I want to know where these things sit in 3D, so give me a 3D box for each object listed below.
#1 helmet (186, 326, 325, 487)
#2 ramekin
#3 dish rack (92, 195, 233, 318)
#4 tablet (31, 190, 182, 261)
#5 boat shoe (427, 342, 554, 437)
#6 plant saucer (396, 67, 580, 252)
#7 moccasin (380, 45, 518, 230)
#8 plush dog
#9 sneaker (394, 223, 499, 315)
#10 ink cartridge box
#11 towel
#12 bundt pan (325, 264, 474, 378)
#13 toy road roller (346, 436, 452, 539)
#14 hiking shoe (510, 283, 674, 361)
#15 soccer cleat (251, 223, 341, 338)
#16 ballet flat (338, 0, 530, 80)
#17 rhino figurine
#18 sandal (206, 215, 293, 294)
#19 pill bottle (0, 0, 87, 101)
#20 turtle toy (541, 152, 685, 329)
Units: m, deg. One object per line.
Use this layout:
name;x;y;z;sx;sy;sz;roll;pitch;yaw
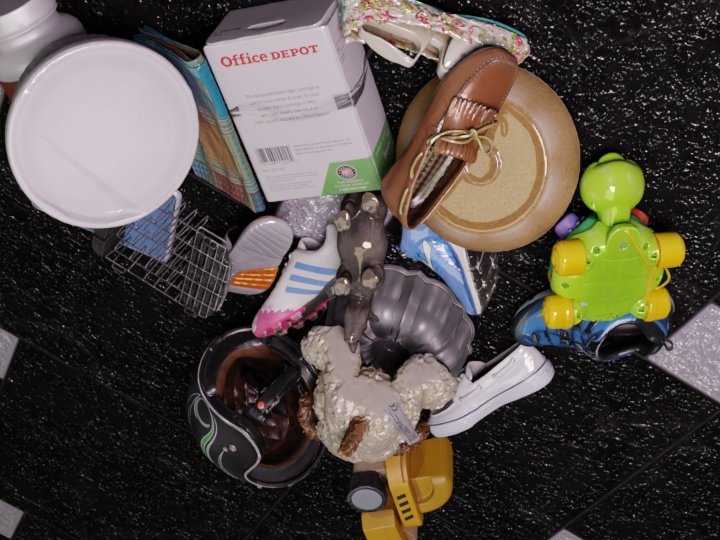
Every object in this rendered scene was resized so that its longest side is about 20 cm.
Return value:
helmet;-0.137;0.187;1.441;0.197;0.202;0.192;14;147;7
ramekin;-0.279;-0.155;1.139;0.199;0.094;0.206;-12;120;-22
dish rack;-0.241;-0.035;1.330;0.198;0.055;0.154;31;136;6
tablet;-0.328;-0.092;1.380;0.197;0.014;0.131;23;135;0
boat shoe;0.156;0.145;1.387;0.199;0.074;0.067;-34;100;29
plant saucer;0.127;-0.113;1.118;0.197;0.035;0.204;5;107;17
moccasin;0.090;-0.128;1.054;0.073;0.078;0.202;19;120;-38
plush dog;0.005;0.181;1.311;0.197;0.162;0.173;16;150;4
sneaker;0.094;-0.034;1.242;0.088;0.079;0.202;-11;118;37
ink cartridge box;-0.060;-0.182;1.146;0.144;0.085;0.202;-4;128;22
towel;-0.179;-0.166;1.199;0.146;0.022;0.202;32;150;46
bundt pan;0.043;0.093;1.367;0.198;0.076;0.204;10;133;11
toy road roller;0.069;0.313;1.530;0.143;0.124;0.202;-9;127;13
hiking shoe;0.262;0.064;1.249;0.197;0.087;0.075;-12;126;29
soccer cleat;-0.071;0.013;1.343;0.199;0.069;0.087;-34;73;35
ballet flat;0.068;-0.224;1.062;0.197;0.065;0.076;17;160;-2
rhino figurine;0.000;0.000;1.226;0.059;0.088;0.204;4;107;6
sandal;-0.129;-0.031;1.328;0.078;0.060;0.207;14;150;-21
pill bottle;-0.340;-0.213;1.205;0.110;0.113;0.202;-6;128;25
turtle toy;0.264;-0.027;1.154;0.143;0.102;0.202;-4;130;-6
